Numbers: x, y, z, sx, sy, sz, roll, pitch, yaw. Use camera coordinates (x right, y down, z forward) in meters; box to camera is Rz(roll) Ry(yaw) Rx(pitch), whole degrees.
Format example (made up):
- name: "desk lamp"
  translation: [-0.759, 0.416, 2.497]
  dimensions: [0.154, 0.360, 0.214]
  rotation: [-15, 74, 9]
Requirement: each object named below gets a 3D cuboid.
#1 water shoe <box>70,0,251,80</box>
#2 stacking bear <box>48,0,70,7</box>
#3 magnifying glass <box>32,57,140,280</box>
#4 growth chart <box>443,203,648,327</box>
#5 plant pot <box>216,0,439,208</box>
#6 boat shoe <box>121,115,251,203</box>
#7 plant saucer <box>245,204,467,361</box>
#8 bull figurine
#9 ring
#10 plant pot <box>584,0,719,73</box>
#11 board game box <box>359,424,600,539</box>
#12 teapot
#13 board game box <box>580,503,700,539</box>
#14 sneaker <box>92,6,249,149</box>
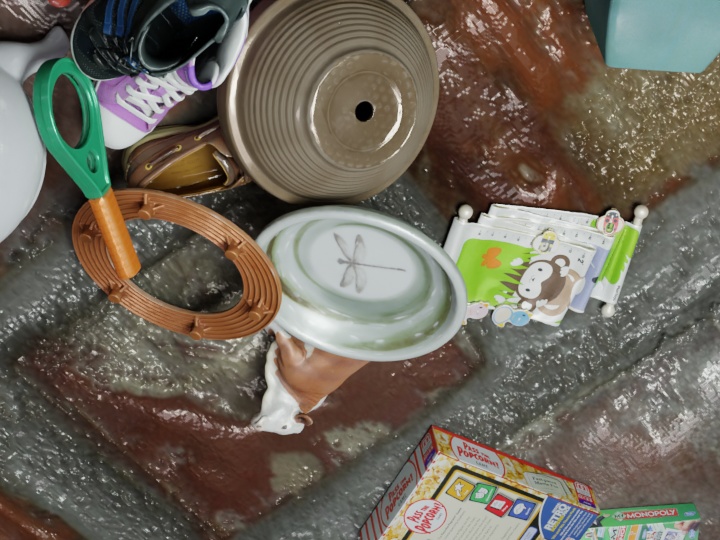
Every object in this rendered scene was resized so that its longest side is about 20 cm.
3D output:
- name: "water shoe"
  translation: [-0.170, -0.188, 1.526]
  dimensions: [0.199, 0.079, 0.072]
  rotation: [-23, 122, 40]
- name: "stacking bear"
  translation: [-0.184, -0.288, 1.547]
  dimensions: [0.199, 0.114, 0.122]
  rotation: [-30, 123, 15]
- name: "magnifying glass"
  translation: [-0.227, -0.084, 1.629]
  dimensions: [0.022, 0.080, 0.202]
  rotation: [-7, 119, 23]
- name: "growth chart"
  translation: [0.164, -0.004, 1.843]
  dimensions: [0.198, 0.018, 0.146]
  rotation: [1, 123, -10]
- name: "plant pot"
  translation: [-0.014, -0.142, 1.639]
  dimensions: [0.199, 0.093, 0.203]
  rotation: [-8, 110, -21]
- name: "boat shoe"
  translation: [-0.111, -0.101, 1.700]
  dimensions: [0.198, 0.068, 0.073]
  rotation: [-17, 124, 1]
- name: "plant saucer"
  translation: [0.000, 0.000, 1.713]
  dimensions: [0.198, 0.051, 0.201]
  rotation: [10, 141, 8]
- name: "bull figurine"
  translation: [-0.038, 0.067, 1.823]
  dimensions: [0.199, 0.065, 0.122]
  rotation: [-36, 115, 8]
- name: "ring"
  translation: [-0.165, 0.001, 1.726]
  dimensions: [0.198, 0.019, 0.201]
  rotation: [15, 144, 11]
- name: "plant pot"
  translation: [0.260, -0.274, 1.617]
  dimensions: [0.140, 0.142, 0.201]
  rotation: [2, 130, -11]
- name: "board game box"
  translation: [0.122, 0.258, 1.987]
  dimensions: [0.199, 0.046, 0.152]
  rotation: [23, 116, -23]
- name: "teapot"
  translation: [-0.334, -0.089, 1.622]
  dimensions: [0.198, 0.200, 0.146]
  rotation: [-20, 164, 28]
- name: "board game box"
  translation: [0.286, 0.339, 2.080]
  dimensions: [0.133, 0.029, 0.202]
  rotation: [-3, 123, -7]
- name: "sneaker"
  translation: [-0.163, -0.165, 1.623]
  dimensions: [0.072, 0.115, 0.201]
  rotation: [27, 116, -26]
